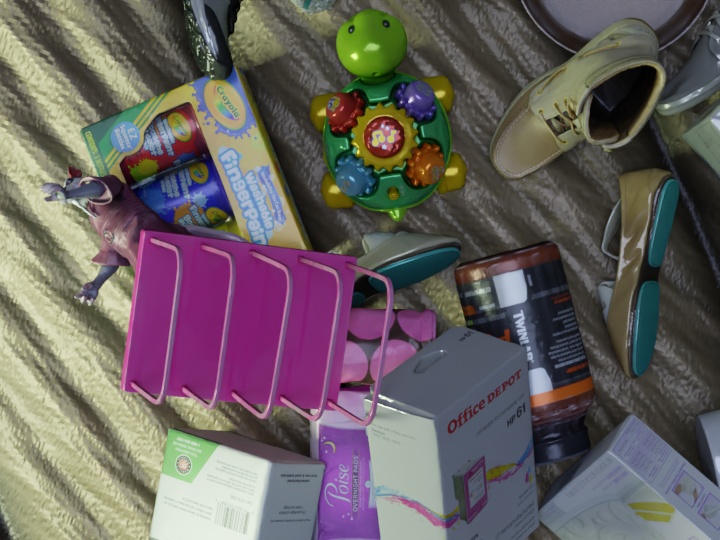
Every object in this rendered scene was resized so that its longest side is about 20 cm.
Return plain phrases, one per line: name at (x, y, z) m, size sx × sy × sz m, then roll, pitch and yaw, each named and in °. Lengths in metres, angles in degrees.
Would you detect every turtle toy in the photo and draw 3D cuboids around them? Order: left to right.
turtle toy at (0.021, -0.147, 1.584) m, size 0.144 × 0.101 × 0.203 m, roll -9°, pitch 90°, yaw 4°

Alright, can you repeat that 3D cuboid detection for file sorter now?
file sorter at (-0.086, 0.051, 1.412) m, size 0.198 × 0.125 × 0.141 m, roll 7°, pitch 94°, yaw -22°

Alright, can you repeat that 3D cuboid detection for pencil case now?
pencil case at (-0.027, 0.073, 1.555) m, size 0.197 × 0.094 × 0.092 m, roll 2°, pitch 66°, yaw 0°

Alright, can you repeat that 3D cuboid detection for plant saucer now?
plant saucer at (0.245, -0.302, 1.604) m, size 0.198 × 0.032 × 0.203 m, roll 0°, pitch 90°, yaw 5°

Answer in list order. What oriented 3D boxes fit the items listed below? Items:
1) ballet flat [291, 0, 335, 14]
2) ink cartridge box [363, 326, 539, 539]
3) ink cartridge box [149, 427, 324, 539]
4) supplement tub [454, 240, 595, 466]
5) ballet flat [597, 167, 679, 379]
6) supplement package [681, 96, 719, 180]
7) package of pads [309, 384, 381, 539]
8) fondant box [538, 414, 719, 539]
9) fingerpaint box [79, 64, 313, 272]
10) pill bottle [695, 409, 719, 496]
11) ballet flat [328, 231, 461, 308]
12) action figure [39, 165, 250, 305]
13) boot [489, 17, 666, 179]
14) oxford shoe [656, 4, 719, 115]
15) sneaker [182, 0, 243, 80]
ballet flat at (-0.024, -0.348, 1.605) m, size 0.071 × 0.072 × 0.202 m, roll 12°, pitch 90°, yaw 4°
ink cartridge box at (0.085, 0.173, 1.499) m, size 0.084 × 0.144 × 0.202 m, roll 14°, pitch 124°, yaw 37°
ink cartridge box at (-0.126, 0.263, 1.574) m, size 0.146 × 0.083 × 0.203 m, roll 12°, pitch 92°, yaw 40°
supplement tub at (0.161, 0.080, 1.574) m, size 0.106 × 0.107 × 0.202 m, roll -15°, pitch 89°, yaw 4°
ballet flat at (0.260, 0.001, 1.598) m, size 0.062 × 0.068 × 0.203 m, roll 10°, pitch 88°, yaw 31°
supplement package at (0.418, -0.139, 1.509) m, size 0.191 × 0.200 × 0.147 m, roll -41°, pitch 87°, yaw 2°
package of pads at (0.010, 0.210, 1.599) m, size 0.119 × 0.076 × 0.203 m, roll 0°, pitch 91°, yaw 0°
fondant box at (0.281, 0.246, 1.550) m, size 0.200 × 0.145 × 0.058 m, roll 40°, pitch 50°, yaw 2°
fingerpaint box at (-0.155, -0.074, 1.610) m, size 0.165 × 0.073 × 0.202 m, roll -21°, pitch 89°, yaw 4°
pill bottle at (0.421, 0.160, 1.553) m, size 0.198 × 0.114 × 0.116 m, roll -13°, pitch 89°, yaw 4°
ballet flat at (0.000, 0.000, 1.609) m, size 0.198 × 0.069 × 0.070 m, roll -28°, pitch 89°, yaw 4°
action figure at (-0.204, -0.042, 1.526) m, size 0.148 × 0.135 × 0.200 m, roll -33°, pitch 60°, yaw -24°
boot at (0.198, -0.140, 1.534) m, size 0.199 × 0.156 × 0.073 m, roll -39°, pitch 104°, yaw 17°
oxford shoe at (0.348, -0.224, 1.573) m, size 0.200 × 0.075 × 0.058 m, roll -43°, pitch 110°, yaw -4°
sneaker at (-0.133, -0.274, 1.583) m, size 0.078 × 0.074 × 0.202 m, roll -3°, pitch 64°, yaw -6°
